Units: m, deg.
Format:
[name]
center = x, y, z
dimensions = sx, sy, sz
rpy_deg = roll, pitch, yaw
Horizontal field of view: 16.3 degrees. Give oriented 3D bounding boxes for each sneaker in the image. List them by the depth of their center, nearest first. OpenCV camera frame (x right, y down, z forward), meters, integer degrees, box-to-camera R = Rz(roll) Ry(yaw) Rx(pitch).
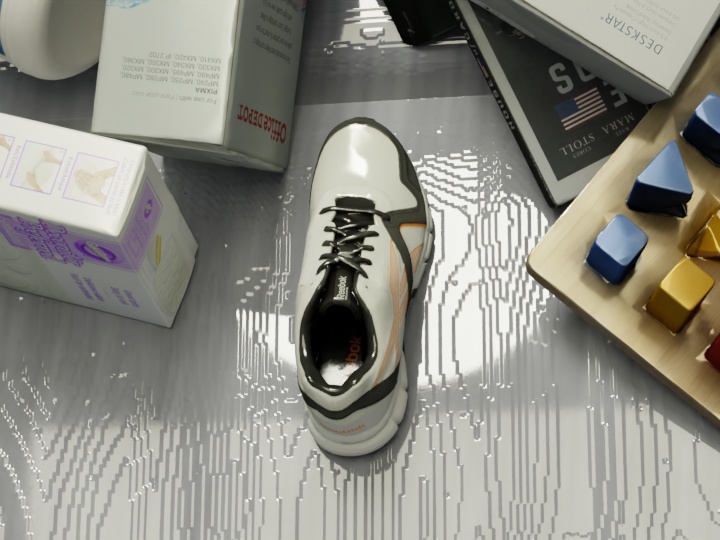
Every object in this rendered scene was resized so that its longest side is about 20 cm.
[sneaker]
center = 0.000, 0.000, 1.430
dimensions = 0.074, 0.080, 0.200
rpy_deg = -3, 67, 9

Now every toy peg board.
[toy peg board]
center = 0.231, -0.024, 1.372
dimensions = 0.199, 0.098, 0.200
rpy_deg = 39, 78, 7

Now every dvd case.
[dvd case]
center = 0.132, -0.158, 1.452
dimensions = 0.150, 0.025, 0.200
rpy_deg = -27, 93, -5

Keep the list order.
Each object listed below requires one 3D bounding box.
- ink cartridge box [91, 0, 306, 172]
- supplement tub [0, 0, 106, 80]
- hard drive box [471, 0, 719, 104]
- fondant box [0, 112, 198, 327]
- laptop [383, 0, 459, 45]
[ink cartridge box]
center = -0.086, -0.164, 1.441
dimensions = 0.083, 0.146, 0.200
rpy_deg = 7, 88, 12
[supplement tub]
center = -0.229, -0.219, 1.513
dimensions = 0.200, 0.145, 0.145
rpy_deg = 31, 76, 18
[hard drive box]
center = 0.151, -0.218, 1.403
dimensions = 0.156, 0.077, 0.200
rpy_deg = 32, 87, -5
[fondant box]
center = -0.206, -0.039, 1.440
dimensions = 0.200, 0.144, 0.058
rpy_deg = 12, 71, 13
[laptop]
center = 0.092, -0.258, 1.514
dimensions = 0.200, 0.103, 0.177
rpy_deg = -27, 95, -27
